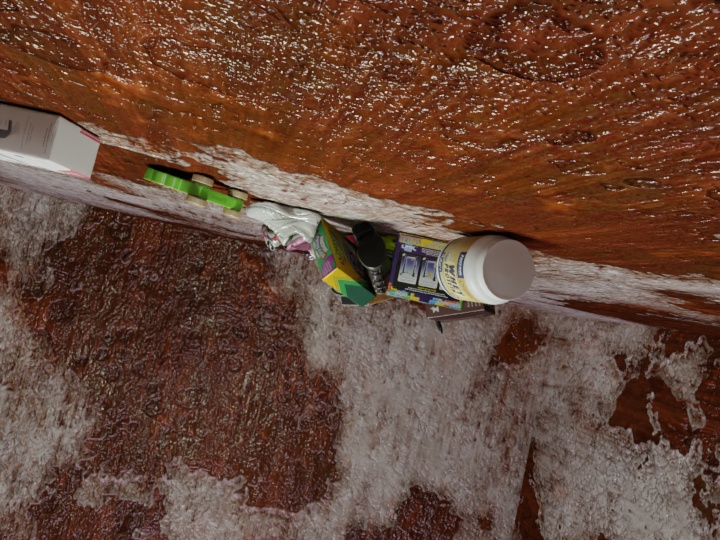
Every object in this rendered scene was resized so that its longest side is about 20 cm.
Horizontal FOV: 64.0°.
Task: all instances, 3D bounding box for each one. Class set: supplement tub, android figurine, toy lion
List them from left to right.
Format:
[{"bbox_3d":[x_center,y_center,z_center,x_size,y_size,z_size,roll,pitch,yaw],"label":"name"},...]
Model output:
[{"bbox_3d":[-0.394,-0.190,1.349,0.191,0.069,0.200,19,-179,28],"label":"toy lion"},{"bbox_3d":[0.129,-0.065,1.647,0.199,0.041,0.182,12,177,19],"label":"android figurine"},{"bbox_3d":[0.264,-0.003,1.234,0.144,0.145,0.200,13,177,-17],"label":"supplement tub"}]

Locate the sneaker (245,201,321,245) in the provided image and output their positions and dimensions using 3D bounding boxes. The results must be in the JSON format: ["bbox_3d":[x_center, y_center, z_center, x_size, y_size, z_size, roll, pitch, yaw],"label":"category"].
[{"bbox_3d":[-0.205,-0.117,1.468,0.199,0.100,0.078,12,177,12],"label":"sneaker"}]

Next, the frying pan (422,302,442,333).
[{"bbox_3d":[0.206,0.087,1.739,0.115,0.191,0.031,22,139,-35],"label":"frying pan"}]

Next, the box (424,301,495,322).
[{"bbox_3d":[0.279,0.052,1.639,0.163,0.167,0.200,-10,169,20],"label":"box"}]

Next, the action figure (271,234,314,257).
[{"bbox_3d":[-0.164,-0.082,1.659,0.199,0.150,0.134,-2,-170,-28],"label":"action figure"}]

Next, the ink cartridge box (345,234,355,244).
[{"bbox_3d":[-0.024,-0.001,1.822,0.083,0.201,0.145,-13,176,1],"label":"ink cartridge box"}]

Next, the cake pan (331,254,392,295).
[{"bbox_3d":[0.000,0.000,1.651,0.200,0.200,0.037,9,131,51],"label":"cake pan"}]

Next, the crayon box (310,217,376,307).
[{"bbox_3d":[-0.052,-0.024,1.505,0.172,0.058,0.201,39,-159,-45],"label":"crayon box"}]

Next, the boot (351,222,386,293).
[{"bbox_3d":[0.037,-0.011,1.435,0.069,0.175,0.200,-17,-145,0],"label":"boot"}]

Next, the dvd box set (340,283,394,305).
[{"bbox_3d":[0.063,0.062,1.630,0.199,0.030,0.146,-14,-175,-31],"label":"dvd box set"}]

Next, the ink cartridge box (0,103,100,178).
[{"bbox_3d":[-0.601,-0.236,1.029,0.199,0.085,0.146,14,177,4],"label":"ink cartridge box"}]

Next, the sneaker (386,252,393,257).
[{"bbox_3d":[0.093,-0.046,1.815,0.075,0.080,0.200,11,175,28],"label":"sneaker"}]

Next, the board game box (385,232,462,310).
[{"bbox_3d":[0.177,0.003,1.498,0.199,0.166,0.057,12,177,2],"label":"board game box"}]

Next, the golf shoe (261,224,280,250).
[{"bbox_3d":[-0.315,-0.118,2.028,0.072,0.093,0.200,12,179,-16],"label":"golf shoe"}]

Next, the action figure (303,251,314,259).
[{"bbox_3d":[-0.160,-0.086,1.772,0.199,0.070,0.130,32,-167,-7],"label":"action figure"}]
